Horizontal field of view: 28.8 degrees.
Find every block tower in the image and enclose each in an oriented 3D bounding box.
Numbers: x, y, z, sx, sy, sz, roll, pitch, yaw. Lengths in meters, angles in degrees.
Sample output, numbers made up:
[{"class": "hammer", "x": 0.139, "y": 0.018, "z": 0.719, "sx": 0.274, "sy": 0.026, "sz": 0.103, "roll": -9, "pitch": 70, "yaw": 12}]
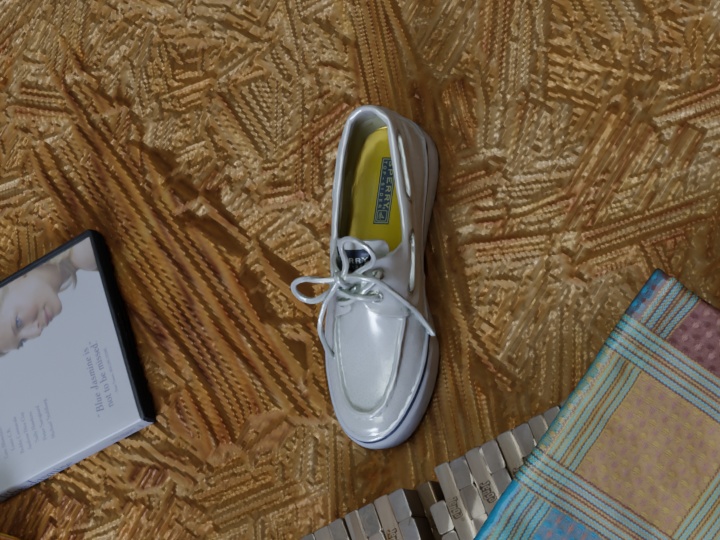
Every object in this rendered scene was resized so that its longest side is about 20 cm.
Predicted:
[{"class": "block tower", "x": 0.051, "y": 0.141, "z": 0.780, "sx": 0.199, "sy": 0.058, "sz": 0.054, "roll": -30, "pitch": 66, "yaw": 19}]

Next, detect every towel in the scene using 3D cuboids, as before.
[{"class": "towel", "x": 0.151, "y": 0.121, "z": 0.709, "sx": 0.146, "sy": 0.022, "sz": 0.201, "roll": 33, "pitch": 94, "yaw": -9}]

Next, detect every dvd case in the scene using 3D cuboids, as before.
[{"class": "dvd case", "x": -0.240, "y": 0.078, "z": 0.960, "sx": 0.199, "sy": 0.018, "sz": 0.144, "roll": -28, "pitch": 68, "yaw": 19}]

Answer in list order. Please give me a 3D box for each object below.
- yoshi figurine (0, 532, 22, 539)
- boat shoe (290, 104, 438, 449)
[{"class": "yoshi figurine", "x": -0.268, "y": 0.271, "z": 0.903, "sx": 0.111, "sy": 0.112, "sz": 0.201, "roll": 13, "pitch": 64, "yaw": -11}, {"class": "boat shoe", "x": 0.004, "y": -0.001, "z": 0.818, "sx": 0.074, "sy": 0.086, "sz": 0.204, "roll": 1, "pitch": 78, "yaw": 27}]
